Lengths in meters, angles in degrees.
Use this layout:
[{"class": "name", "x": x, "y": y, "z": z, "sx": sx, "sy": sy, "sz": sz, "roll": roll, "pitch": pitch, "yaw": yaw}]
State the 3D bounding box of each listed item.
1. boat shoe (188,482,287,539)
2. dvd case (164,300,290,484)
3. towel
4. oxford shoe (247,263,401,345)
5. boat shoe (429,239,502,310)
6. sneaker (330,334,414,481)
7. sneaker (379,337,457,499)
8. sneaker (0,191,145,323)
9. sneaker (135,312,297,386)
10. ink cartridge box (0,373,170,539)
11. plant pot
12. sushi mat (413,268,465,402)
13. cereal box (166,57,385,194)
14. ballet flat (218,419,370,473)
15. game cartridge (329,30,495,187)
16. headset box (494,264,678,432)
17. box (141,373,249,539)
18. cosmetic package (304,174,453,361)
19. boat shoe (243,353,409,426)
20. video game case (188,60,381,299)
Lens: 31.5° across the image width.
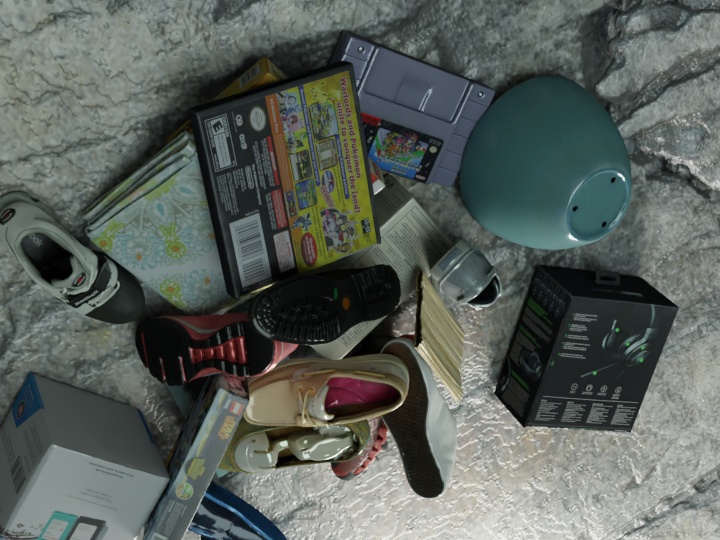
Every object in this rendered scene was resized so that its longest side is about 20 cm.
[{"class": "boat shoe", "x": -0.174, "y": 0.305, "z": 1.549, "sx": 0.199, "sy": 0.084, "sz": 0.069, "roll": 37, "pitch": 93, "yaw": -18}, {"class": "dvd case", "x": -0.141, "y": 0.144, "z": 1.505, "sx": 0.145, "sy": 0.022, "sz": 0.201, "roll": -28, "pitch": 125, "yaw": -9}, {"class": "towel", "x": -0.170, "y": -0.043, "z": 1.353, "sx": 0.170, "sy": 0.048, "sz": 0.200, "roll": -33, "pitch": 127, "yaw": 21}, {"class": "oxford shoe", "x": -0.051, "y": 0.038, "z": 1.342, "sx": 0.199, "sy": 0.084, "sz": 0.074, "roll": -8, "pitch": 93, "yaw": -47}, {"class": "boat shoe", "x": 0.125, "y": 0.014, "z": 1.464, "sx": 0.070, "sy": 0.201, "sz": 0.072, "roll": -43, "pitch": 81, "yaw": 5}, {"class": "sneaker", "x": 0.000, "y": 0.161, "z": 1.549, "sx": 0.097, "sy": 0.071, "sz": 0.202, "roll": 17, "pitch": 105, "yaw": -31}, {"class": "sneaker", "x": 0.069, "y": 0.163, "z": 1.516, "sx": 0.072, "sy": 0.085, "sz": 0.202, "roll": -3, "pitch": 111, "yaw": 26}, {"class": "sneaker", "x": -0.297, "y": 0.007, "z": 1.322, "sx": 0.074, "sy": 0.089, "sz": 0.200, "roll": -48, "pitch": 126, "yaw": 3}, {"class": "sneaker", "x": -0.153, "y": 0.082, "z": 1.383, "sx": 0.087, "sy": 0.198, "sz": 0.075, "roll": -15, "pitch": 103, "yaw": -59}, {"class": "ink cartridge box", "x": -0.330, "y": 0.250, "z": 1.396, "sx": 0.145, "sy": 0.147, "sz": 0.201, "roll": 23, "pitch": 105, "yaw": -32}, {"class": "plant pot", "x": 0.232, "y": -0.104, "z": 1.463, "sx": 0.198, "sy": 0.135, "sz": 0.202, "roll": -16, "pitch": 125, "yaw": -24}, {"class": "sushi mat", "x": 0.095, "y": 0.080, "z": 1.501, "sx": 0.012, "sy": 0.097, "sz": 0.200, "roll": -6, "pitch": 155, "yaw": 17}, {"class": "cereal box", "x": -0.088, "y": -0.114, "z": 1.363, "sx": 0.143, "sy": 0.040, "sz": 0.200, "roll": -37, "pitch": 126, "yaw": 17}, {"class": "ballet flat", "x": -0.085, "y": 0.202, "z": 1.480, "sx": 0.198, "sy": 0.071, "sz": 0.071, "roll": -9, "pitch": 120, "yaw": -2}, {"class": "game cartridge", "x": 0.043, "y": -0.172, "z": 1.418, "sx": 0.198, "sy": 0.038, "sz": 0.131, "roll": 15, "pitch": 105, "yaw": -30}, {"class": "headset box", "x": 0.289, "y": 0.096, "z": 1.635, "sx": 0.173, "sy": 0.093, "sz": 0.202, "roll": 5, "pitch": 113, "yaw": -26}, {"class": "box", "x": -0.182, "y": 0.204, "z": 1.408, "sx": 0.040, "sy": 0.137, "sz": 0.201, "roll": 25, "pitch": 98, "yaw": -12}, {"class": "cosmetic package", "x": 0.000, "y": 0.000, "z": 1.463, "sx": 0.200, "sy": 0.071, "sz": 0.105, "roll": -42, "pitch": 127, "yaw": 0}, {"class": "boat shoe", "x": -0.042, "y": 0.139, "z": 1.431, "sx": 0.198, "sy": 0.069, "sz": 0.074, "roll": -12, "pitch": 109, "yaw": 2}, {"class": "video game case", "x": -0.072, "y": -0.093, "z": 1.305, "sx": 0.179, "sy": 0.025, "sz": 0.202, "roll": -21, "pitch": 115, "yaw": -25}]
